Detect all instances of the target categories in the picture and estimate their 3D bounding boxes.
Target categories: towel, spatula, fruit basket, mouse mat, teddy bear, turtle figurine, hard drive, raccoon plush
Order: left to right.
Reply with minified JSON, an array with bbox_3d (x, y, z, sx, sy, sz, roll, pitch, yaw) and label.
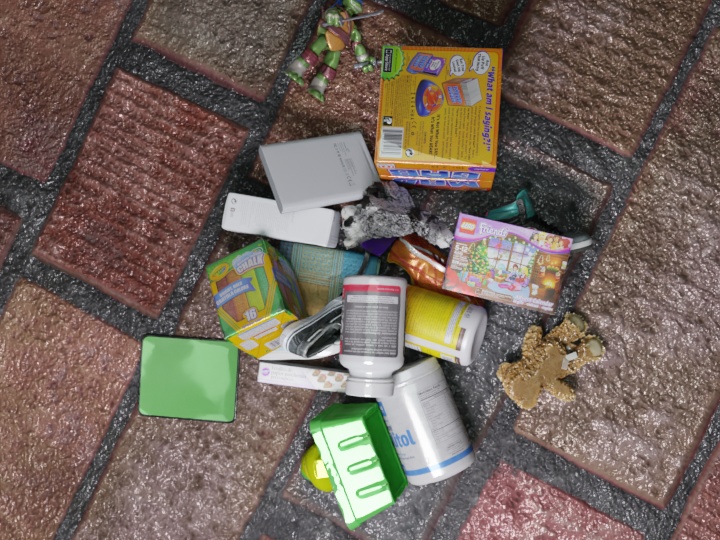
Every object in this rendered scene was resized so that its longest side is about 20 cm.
[{"bbox_3d":[-0.333,0.209,1.553,0.200,0.008,0.161,4,90,8],"label":"mouse mat"},{"bbox_3d":[-0.070,-0.179,1.450,0.200,0.026,0.132,-13,71,-24],"label":"hard drive"},{"bbox_3d":[-0.067,0.029,1.515,0.200,0.022,0.147,10,90,9],"label":"towel"},{"bbox_3d":[-0.038,0.344,1.427,0.215,0.155,0.216,2,98,19],"label":"fruit basket"},{"bbox_3d":[-0.031,-0.399,1.453,0.200,0.144,0.194,39,98,9],"label":"turtle figurine"},{"bbox_3d":[0.000,0.000,1.479,0.056,0.021,0.200,32,92,36],"label":"spatula"},{"bbox_3d":[0.050,-0.063,1.422,0.200,0.097,0.134,43,136,18],"label":"raccoon plush"},{"bbox_3d":[0.343,0.164,1.448,0.145,0.067,0.200,36,87,-3],"label":"teddy bear"}]

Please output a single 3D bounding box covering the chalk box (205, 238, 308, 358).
[{"bbox_3d":[-0.188,0.033,1.446,0.124,0.124,0.200,-27,61,10],"label":"chalk box"}]

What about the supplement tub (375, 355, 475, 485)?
[{"bbox_3d":[0.112,0.267,1.436,0.132,0.132,0.200,-23,86,6],"label":"supplement tub"}]

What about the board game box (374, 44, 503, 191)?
[{"bbox_3d":[0.137,-0.257,1.393,0.199,0.200,0.200,4,85,7],"label":"board game box"}]

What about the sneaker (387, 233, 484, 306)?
[{"bbox_3d":[0.141,0.012,1.475,0.200,0.073,0.077,39,123,4],"label":"sneaker"}]

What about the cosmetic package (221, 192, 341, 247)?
[{"bbox_3d":[-0.143,-0.091,1.485,0.200,0.102,0.074,11,92,8],"label":"cosmetic package"}]

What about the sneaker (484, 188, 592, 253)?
[{"bbox_3d":[0.312,-0.088,1.441,0.200,0.084,0.121,-3,99,8],"label":"sneaker"}]

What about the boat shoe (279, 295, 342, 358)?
[{"bbox_3d":[-0.049,0.106,1.415,0.071,0.200,0.072,34,134,30],"label":"boat shoe"}]

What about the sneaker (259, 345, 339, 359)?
[{"bbox_3d":[-0.108,0.117,1.487,0.200,0.074,0.082,-6,102,7],"label":"sneaker"}]

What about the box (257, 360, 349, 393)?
[{"bbox_3d":[-0.091,0.200,1.506,0.200,0.041,0.039,6,90,6],"label":"box"}]

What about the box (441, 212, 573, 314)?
[{"bbox_3d":[0.253,-0.013,1.395,0.200,0.039,0.137,13,97,5],"label":"box"}]

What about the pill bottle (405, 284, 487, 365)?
[{"bbox_3d":[0.118,0.091,1.436,0.200,0.109,0.109,17,92,20],"label":"pill bottle"}]

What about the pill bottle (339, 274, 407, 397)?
[{"bbox_3d":[0.021,0.110,1.355,0.111,0.111,0.200,2,86,7],"label":"pill bottle"}]
